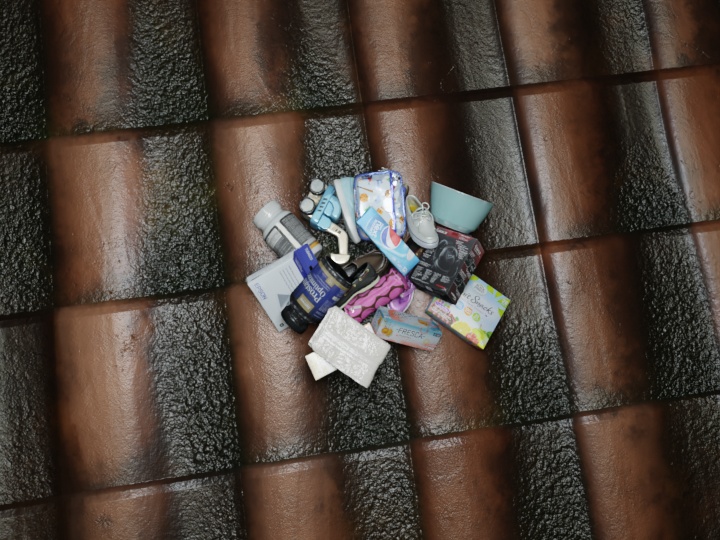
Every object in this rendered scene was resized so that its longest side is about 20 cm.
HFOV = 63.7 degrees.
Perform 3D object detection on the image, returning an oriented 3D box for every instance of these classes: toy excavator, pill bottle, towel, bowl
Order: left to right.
[{"bbox_3d":[-0.212,-0.098,1.681,0.116,0.116,0.201,-42,86,-9],"label":"pill bottle"},{"bbox_3d":[-0.122,0.071,1.574,0.112,0.112,0.201,43,98,4],"label":"pill bottle"},{"bbox_3d":[-0.090,-0.141,1.702,0.196,0.100,0.198,27,80,2],"label":"toy excavator"},{"bbox_3d":[-0.029,0.199,1.533,0.197,0.035,0.134,33,81,2],"label":"towel"},{"bbox_3d":[0.282,-0.178,1.701,0.196,0.201,0.108,21,100,0],"label":"bowl"}]

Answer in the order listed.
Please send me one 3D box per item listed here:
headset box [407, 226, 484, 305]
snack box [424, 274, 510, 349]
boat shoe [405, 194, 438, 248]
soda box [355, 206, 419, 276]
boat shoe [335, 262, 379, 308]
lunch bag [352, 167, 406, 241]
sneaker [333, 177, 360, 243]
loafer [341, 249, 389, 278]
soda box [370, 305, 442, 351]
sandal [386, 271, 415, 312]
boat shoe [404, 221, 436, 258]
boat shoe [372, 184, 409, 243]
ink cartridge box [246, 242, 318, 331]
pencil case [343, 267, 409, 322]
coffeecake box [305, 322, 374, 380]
[{"bbox_3d":[0.250,-0.025,1.666,0.147,0.077,0.203,21,74,40],"label":"headset box"},{"bbox_3d":[0.313,0.105,1.708,0.198,0.068,0.171,35,80,1],"label":"snack box"},{"bbox_3d":[0.174,-0.153,1.667,0.072,0.088,0.204,-7,42,-12],"label":"boat shoe"},{"bbox_3d":[0.074,-0.081,1.603,0.064,0.068,0.200,-43,95,0],"label":"soda box"},{"bbox_3d":[-0.041,0.053,1.643,0.199,0.074,0.064,-36,113,6],"label":"boat shoe"},{"bbox_3d":[0.058,-0.189,1.667,0.155,0.076,0.207,-4,91,-1],"label":"lunch bag"},{"bbox_3d":[-0.018,-0.186,1.729,0.080,0.074,0.206,-17,84,-4],"label":"sneaker"},{"bbox_3d":[0.000,0.000,1.702,0.196,0.071,0.074,-30,84,-8],"label":"loafer"},{"bbox_3d":[0.129,0.166,1.647,0.195,0.064,0.070,16,113,-22],"label":"soda box"},{"bbox_3d":[0.135,0.031,1.717,0.081,0.050,0.207,25,80,1],"label":"sandal"},{"bbox_3d":[0.168,-0.082,1.709,0.069,0.071,0.202,24,66,20],"label":"boat shoe"},{"bbox_3d":[0.078,-0.176,1.738,0.075,0.072,0.204,25,81,12],"label":"boat shoe"},{"bbox_3d":[-0.190,0.051,1.629,0.197,0.041,0.202,-30,127,-3],"label":"ink cartridge box"},{"bbox_3d":[0.043,0.073,1.661,0.198,0.094,0.092,-36,65,5],"label":"pencil case"},{"bbox_3d":[-0.052,0.227,1.623,0.196,0.154,0.075,-26,84,-8],"label":"coffeecake box"}]
